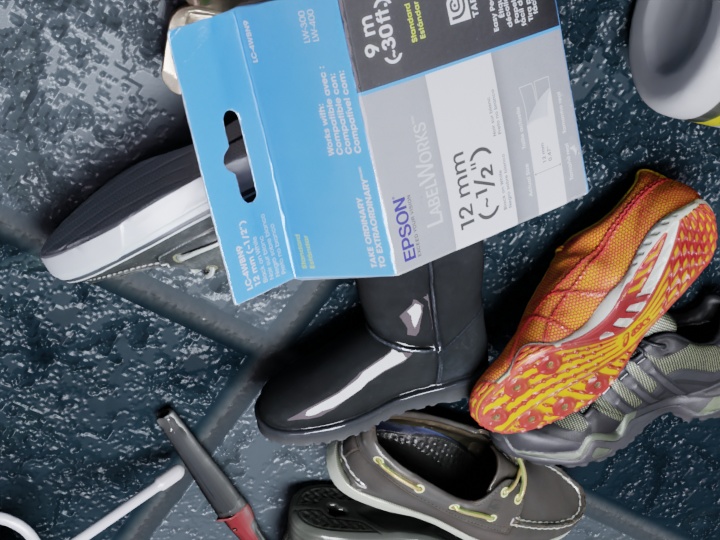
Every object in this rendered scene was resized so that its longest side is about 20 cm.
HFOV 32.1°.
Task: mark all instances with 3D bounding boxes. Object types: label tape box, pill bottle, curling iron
[{"bbox_3d":[0.016,-0.078,0.635,0.198,0.066,0.145,-23,110,-31],"label":"label tape box"},{"bbox_3d":[0.266,-0.128,0.723,0.197,0.113,0.114,9,119,-19],"label":"pill bottle"},{"bbox_3d":[-0.096,0.174,0.872,0.049,0.026,0.202,-23,124,-3],"label":"curling iron"}]

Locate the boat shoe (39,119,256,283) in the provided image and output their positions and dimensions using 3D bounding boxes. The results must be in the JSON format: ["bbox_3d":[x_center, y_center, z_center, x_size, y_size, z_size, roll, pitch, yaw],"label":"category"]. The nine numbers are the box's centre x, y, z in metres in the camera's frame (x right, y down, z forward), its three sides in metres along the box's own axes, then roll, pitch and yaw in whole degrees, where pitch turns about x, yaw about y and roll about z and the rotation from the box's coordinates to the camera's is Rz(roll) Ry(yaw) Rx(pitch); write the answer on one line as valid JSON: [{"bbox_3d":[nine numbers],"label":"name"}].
[{"bbox_3d":[-0.087,-0.029,0.701,0.198,0.072,0.071,-22,122,20],"label":"boat shoe"}]

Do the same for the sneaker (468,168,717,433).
[{"bbox_3d":[0.143,0.024,0.804,0.200,0.077,0.073,-45,128,1],"label":"sneaker"}]

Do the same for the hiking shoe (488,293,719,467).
[{"bbox_3d":[0.174,0.062,0.853,0.198,0.076,0.102,-17,116,-15],"label":"hiking shoe"}]

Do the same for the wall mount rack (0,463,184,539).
[{"bbox_3d":[-0.193,0.210,0.839,0.171,0.075,0.202,-7,124,2],"label":"wall mount rack"}]

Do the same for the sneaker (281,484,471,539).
[{"bbox_3d":[0.034,0.222,0.909,0.197,0.077,0.115,7,121,-15],"label":"sneaker"}]

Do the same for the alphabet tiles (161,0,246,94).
[{"bbox_3d":[-0.034,-0.183,0.667,0.197,0.015,0.198,6,113,-18],"label":"alphabet tiles"}]

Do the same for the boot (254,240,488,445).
[{"bbox_3d":[0.001,0.000,0.763,0.163,0.066,0.202,-17,127,-13],"label":"boot"}]

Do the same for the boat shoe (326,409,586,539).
[{"bbox_3d":[0.077,0.144,0.861,0.199,0.073,0.061,16,149,-21],"label":"boat shoe"}]
